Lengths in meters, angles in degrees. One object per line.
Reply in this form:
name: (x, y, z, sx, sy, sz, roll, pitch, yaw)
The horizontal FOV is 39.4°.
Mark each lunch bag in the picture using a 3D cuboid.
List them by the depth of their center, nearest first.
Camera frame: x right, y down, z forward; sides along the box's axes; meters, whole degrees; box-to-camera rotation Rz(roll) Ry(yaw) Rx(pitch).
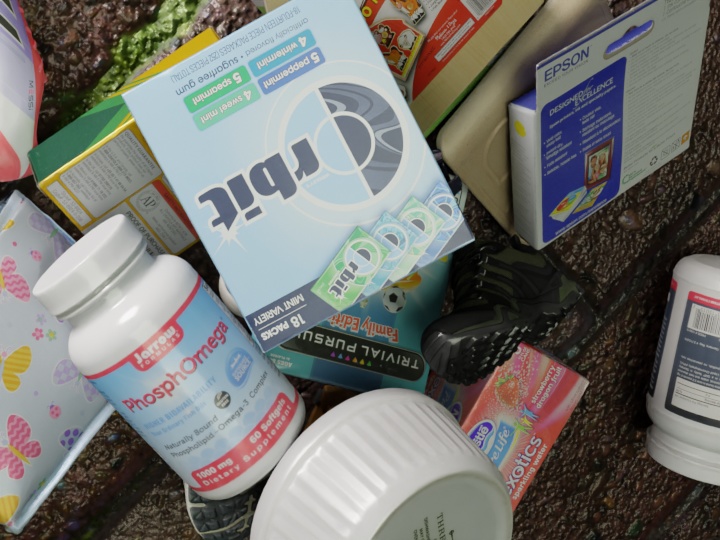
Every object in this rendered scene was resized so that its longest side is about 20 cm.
lunch bag: (-0.268, 0.065, 0.758, 0.170, 0.127, 0.201, 49, 59, -24)

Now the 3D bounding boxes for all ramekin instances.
ramekin: (0.025, 0.197, 0.746, 0.201, 0.094, 0.204, -16, 118, -32)

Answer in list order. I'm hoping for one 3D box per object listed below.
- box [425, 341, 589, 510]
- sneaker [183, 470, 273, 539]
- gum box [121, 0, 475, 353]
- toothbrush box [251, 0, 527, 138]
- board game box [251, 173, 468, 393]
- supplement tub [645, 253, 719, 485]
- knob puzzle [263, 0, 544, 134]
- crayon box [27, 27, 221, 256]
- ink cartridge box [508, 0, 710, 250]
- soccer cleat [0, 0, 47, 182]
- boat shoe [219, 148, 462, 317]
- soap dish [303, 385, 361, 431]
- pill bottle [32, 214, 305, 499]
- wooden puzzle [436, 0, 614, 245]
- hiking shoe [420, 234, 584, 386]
box: (0.106, 0.152, 0.936, 0.102, 0.095, 0.201, 30, 93, -24)
sneaker: (-0.126, 0.130, 0.848, 0.077, 0.086, 0.202, -12, 100, -23)
gum box: (-0.041, -0.072, 0.697, 0.169, 0.045, 0.201, -27, 99, 2)
toothbrush box: (0.013, -0.218, 0.807, 0.146, 0.086, 0.200, -45, 113, -4)
board game box: (0.000, 0.000, 0.852, 0.150, 0.047, 0.202, 16, 81, -23)
supplement tub: (0.361, 0.095, 0.990, 0.139, 0.140, 0.202, 3, 104, -21)
knob puzzle: (0.011, -0.210, 0.741, 0.217, 0.030, 0.222, -1, 93, -17)
crayon box: (-0.133, -0.093, 0.772, 0.199, 0.052, 0.126, -34, 135, -1)
ink cartridge box: (0.209, -0.142, 0.849, 0.197, 0.047, 0.201, -32, 138, -18)
soccer cleat: (-0.267, -0.165, 0.734, 0.073, 0.068, 0.202, -9, 109, -33)
boat shoe: (-0.013, -0.034, 0.761, 0.199, 0.075, 0.093, -24, 157, -27)
soap dish: (-0.030, 0.202, 0.874, 0.081, 0.157, 0.201, 24, 96, -7)
pill bottle: (-0.137, 0.062, 0.728, 0.109, 0.109, 0.200, -41, 110, -5)
wooden puzzle: (0.158, -0.135, 0.878, 0.186, 0.046, 0.200, -50, 143, 2)
hiking shoe: (0.099, 0.026, 0.836, 0.199, 0.101, 0.076, -17, 148, -49)
